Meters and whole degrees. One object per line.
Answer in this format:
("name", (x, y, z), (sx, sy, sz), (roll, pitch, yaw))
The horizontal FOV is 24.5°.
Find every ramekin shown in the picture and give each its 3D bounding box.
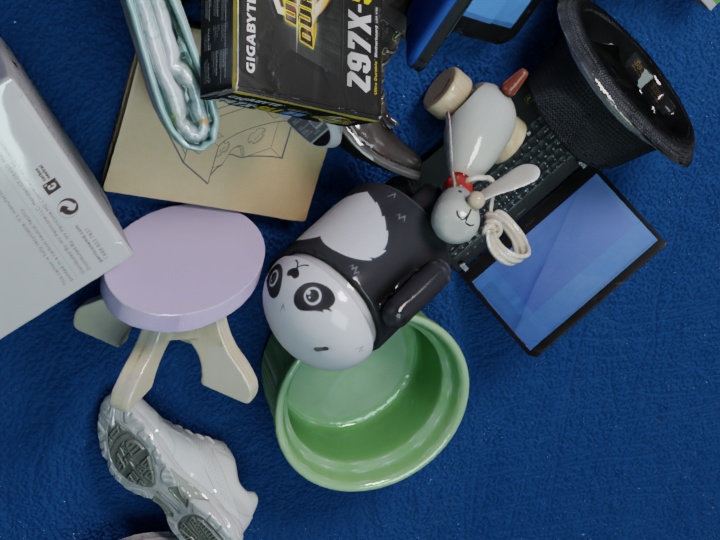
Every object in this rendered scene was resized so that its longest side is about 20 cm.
("ramekin", (-0.002, 0.108, 1.634), (0.199, 0.098, 0.201), (-9, 119, -16))

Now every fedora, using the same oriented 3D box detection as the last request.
("fedora", (0.224, -0.158, 1.553), (0.092, 0.201, 0.200), (-37, 126, 26))

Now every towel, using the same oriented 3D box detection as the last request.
("towel", (-0.165, -0.206, 1.345), (0.048, 0.171, 0.201), (-17, 108, -6))

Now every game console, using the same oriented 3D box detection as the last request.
("game console", (0.135, -0.257, 1.402), (0.118, 0.171, 0.200), (26, 120, -15))

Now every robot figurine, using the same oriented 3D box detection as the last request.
("robot figurine", (0.000, -0.001, 1.498), (0.125, 0.150, 0.200), (46, 64, 0))

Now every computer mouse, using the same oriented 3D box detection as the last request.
("computer mouse", (-0.078, -0.188, 1.403), (0.200, 0.110, 0.044), (48, 67, -7))

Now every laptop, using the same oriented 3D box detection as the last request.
("laptop", (0.162, -0.052, 1.610), (0.177, 0.103, 0.200), (-41, 123, 3))

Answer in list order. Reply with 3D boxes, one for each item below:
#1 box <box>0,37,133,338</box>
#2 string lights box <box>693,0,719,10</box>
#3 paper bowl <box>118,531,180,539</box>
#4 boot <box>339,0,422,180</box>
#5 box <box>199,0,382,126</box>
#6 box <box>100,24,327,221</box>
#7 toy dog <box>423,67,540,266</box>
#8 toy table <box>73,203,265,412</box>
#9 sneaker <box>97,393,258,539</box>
("box", (-0.333, -0.058, 1.400), (0.200, 0.131, 0.199), (-33, 123, -3))
("string lights box", (0.356, -0.356, 1.550), (0.103, 0.059, 0.200), (38, 99, -30))
("paper bowl", (-0.216, 0.353, 1.677), (0.200, 0.104, 0.201), (-9, 120, -16))
("boot", (0.020, -0.195, 1.484), (0.200, 0.069, 0.174), (37, 86, -23))
("box", (-0.052, -0.224, 1.323), (0.159, 0.049, 0.201), (8, 80, -46))
("box", (-0.121, -0.133, 1.505), (0.199, 0.021, 0.164), (9, 111, -25))
("toy dog", (0.116, -0.114, 1.501), (0.132, 0.201, 0.096), (18, 137, -34))
("toy table", (-0.165, 0.035, 1.492), (0.200, 0.183, 0.117), (-33, 146, -52))
("sneaker", (-0.178, 0.188, 1.631), (0.078, 0.099, 0.200), (-26, 108, 37))
